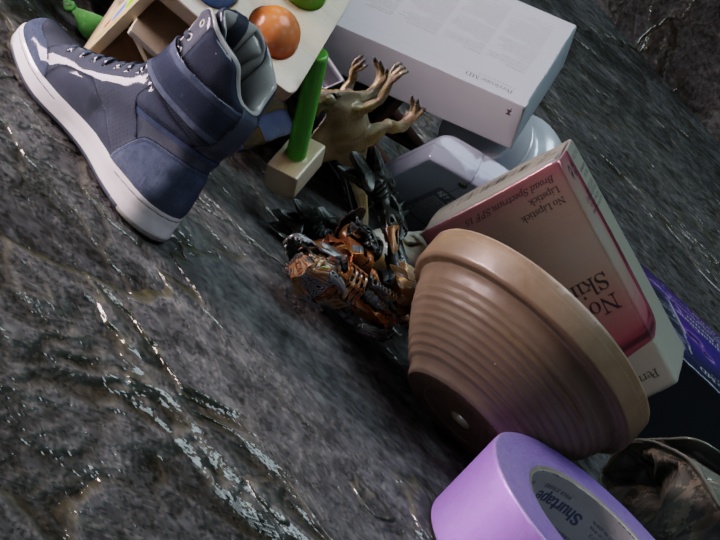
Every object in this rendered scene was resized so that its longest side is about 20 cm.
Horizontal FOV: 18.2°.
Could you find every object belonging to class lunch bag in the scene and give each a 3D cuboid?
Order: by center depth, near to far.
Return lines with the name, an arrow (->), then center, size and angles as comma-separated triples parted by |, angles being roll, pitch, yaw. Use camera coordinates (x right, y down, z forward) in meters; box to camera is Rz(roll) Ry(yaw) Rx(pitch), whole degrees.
lunch bag -> 0.271, 0.212, 1.682 | 0.164, 0.118, 0.200 | 37, 10, -19

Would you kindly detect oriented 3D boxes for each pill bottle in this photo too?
pill bottle -> 0.142, -0.073, 2.029 | 0.112, 0.111, 0.200 | 56, 2, 41

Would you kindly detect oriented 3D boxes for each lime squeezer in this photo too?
lime squeezer -> -0.200, -0.220, 1.712 | 0.200, 0.071, 0.038 | 52, 16, 1

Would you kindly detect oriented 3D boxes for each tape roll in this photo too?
tape roll -> 0.140, 0.200, 1.471 | 0.200, 0.066, 0.200 | 39, 15, -12

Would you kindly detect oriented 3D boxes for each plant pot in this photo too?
plant pot -> 0.099, 0.074, 1.585 | 0.201, 0.093, 0.201 | 40, -17, 15

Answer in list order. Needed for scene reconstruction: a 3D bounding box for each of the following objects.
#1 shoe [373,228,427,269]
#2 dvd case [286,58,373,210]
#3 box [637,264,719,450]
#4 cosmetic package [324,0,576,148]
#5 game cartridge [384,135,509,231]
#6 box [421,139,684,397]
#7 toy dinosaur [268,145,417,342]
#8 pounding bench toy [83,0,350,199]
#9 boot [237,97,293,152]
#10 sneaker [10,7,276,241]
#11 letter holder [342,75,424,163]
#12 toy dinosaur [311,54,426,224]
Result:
shoe -> 0.063, -0.011, 1.864 | 0.070, 0.053, 0.200 | 51, 16, 26
dvd case -> -0.050, -0.163, 1.901 | 0.151, 0.025, 0.200 | 75, -13, -48
box -> 0.264, 0.100, 1.982 | 0.148, 0.104, 0.200 | 42, 15, -6
cosmetic package -> 0.071, -0.198, 1.949 | 0.199, 0.052, 0.151 | 25, 38, 9
game cartridge -> 0.112, -0.039, 1.951 | 0.200, 0.133, 0.042 | 38, 56, -19
box -> 0.154, 0.018, 1.775 | 0.201, 0.127, 0.109 | 61, 15, -5
toy dinosaur -> 0.000, 0.000, 1.661 | 0.200, 0.102, 0.136 | 55, 11, -64
pounding bench toy -> -0.074, -0.156, 1.630 | 0.200, 0.156, 0.125 | 39, 51, -14
boot -> -0.095, -0.137, 1.830 | 0.200, 0.074, 0.098 | 9, 61, -83
sneaker -> -0.142, -0.138, 1.516 | 0.203, 0.146, 0.077 | 50, 18, 29
letter holder -> -0.001, -0.173, 2.060 | 0.142, 0.101, 0.200 | 26, 23, -53
toy dinosaur -> -0.003, -0.115, 1.790 | 0.058, 0.101, 0.200 | 42, -12, 27
